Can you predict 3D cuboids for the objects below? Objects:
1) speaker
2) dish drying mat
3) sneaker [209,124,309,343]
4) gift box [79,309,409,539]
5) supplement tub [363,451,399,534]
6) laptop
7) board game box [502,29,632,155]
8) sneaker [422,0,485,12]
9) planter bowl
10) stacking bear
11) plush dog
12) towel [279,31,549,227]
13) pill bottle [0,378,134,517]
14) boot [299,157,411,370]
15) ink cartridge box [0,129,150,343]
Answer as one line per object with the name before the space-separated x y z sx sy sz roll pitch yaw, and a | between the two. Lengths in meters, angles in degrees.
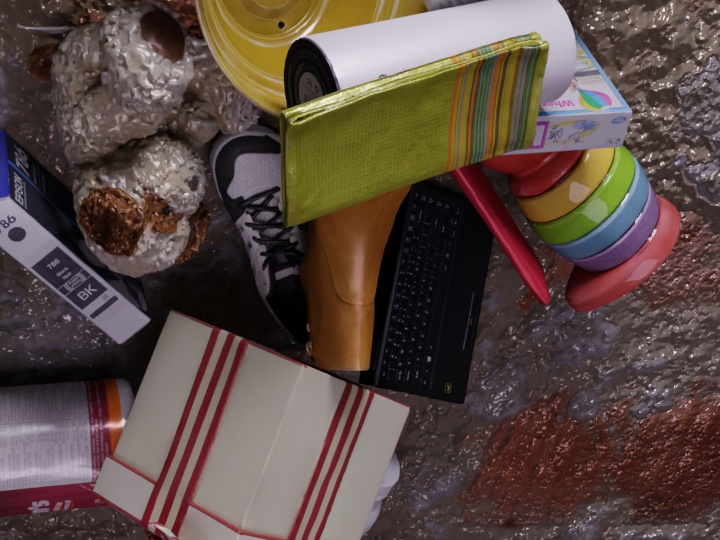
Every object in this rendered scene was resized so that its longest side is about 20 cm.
speaker | 0.052 -0.137 0.824 0.198 0.081 0.082 -18 131 -27
dish drying mat | 0.099 -0.063 0.993 0.018 0.077 0.201 -30 112 14
sneaker | -0.063 -0.027 0.992 0.075 0.088 0.201 -22 128 0
gift box | -0.102 0.152 0.965 0.199 0.183 0.189 25 84 -47
supplement tub | -0.070 0.223 1.136 0.144 0.146 0.200 27 113 -33
laptop | 0.066 0.015 0.985 0.198 0.103 0.180 16 83 -41
board game box | 0.091 -0.142 0.927 0.197 0.135 0.035 -5 133 -15
sneaker | 0.094 -0.265 0.810 0.073 0.083 0.200 -4 144 -41
planter bowl | -0.047 -0.208 0.845 0.198 0.083 0.204 -9 107 -33
stacking bear | 0.172 -0.079 1.022 0.200 0.122 0.113 42 138 -25
plush dog | -0.165 -0.082 0.857 0.158 0.200 0.175 -5 87 15
towel | 0.038 -0.091 0.778 0.198 0.018 0.087 -21 132 -25
pill bottle | -0.294 0.154 1.031 0.197 0.110 0.111 -3 127 -17
boot | -0.001 0.000 0.882 0.070 0.201 0.146 0 81 -15
ink cartridge box | -0.242 -0.036 0.915 0.039 0.100 0.200 -36 130 10
